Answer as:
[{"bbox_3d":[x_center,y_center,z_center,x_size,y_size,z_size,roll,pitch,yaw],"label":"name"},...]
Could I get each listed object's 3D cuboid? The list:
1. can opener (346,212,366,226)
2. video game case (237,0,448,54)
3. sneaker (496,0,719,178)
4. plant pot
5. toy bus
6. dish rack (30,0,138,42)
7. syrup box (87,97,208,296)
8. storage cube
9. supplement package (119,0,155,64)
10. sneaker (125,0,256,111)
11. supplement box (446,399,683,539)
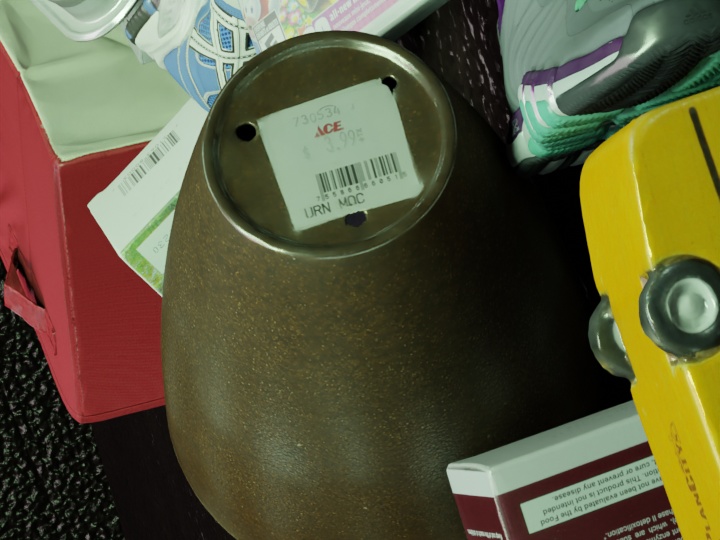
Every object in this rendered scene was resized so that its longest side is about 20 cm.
[{"bbox_3d":[0.011,0.017,1.181,0.079,0.063,0.202,-129,46,-66],"label":"can opener"},{"bbox_3d":[-0.022,-0.183,0.992,0.143,0.018,0.201,-32,74,48],"label":"video game case"},{"bbox_3d":[0.077,-0.089,0.867,0.200,0.074,0.088,145,111,-77],"label":"sneaker"},{"bbox_3d":[0.000,0.000,0.983,0.200,0.186,0.188,78,168,-63],"label":"plant pot"},{"bbox_3d":[0.130,0.045,0.810,0.065,0.078,0.201,140,111,-75],"label":"toy bus"},{"bbox_3d":[-0.117,-0.223,1.212,0.043,0.201,0.172,32,-172,-41],"label":"dish rack"},{"bbox_3d":[-0.033,0.016,1.248,0.200,0.079,0.081,44,-179,-25],"label":"syrup box"},{"bbox_3d":[-0.106,-0.053,1.405,0.171,0.198,0.181,-122,24,-46],"label":"storage cube"},{"bbox_3d":[-0.102,-0.220,1.339,0.200,0.109,0.114,-121,18,-44],"label":"supplement package"},{"bbox_3d":[-0.037,-0.124,1.124,0.077,0.076,0.200,51,155,0],"label":"sneaker"},{"bbox_3d":[0.116,0.151,0.945,0.061,0.108,0.202,165,88,-76],"label":"supplement box"}]
